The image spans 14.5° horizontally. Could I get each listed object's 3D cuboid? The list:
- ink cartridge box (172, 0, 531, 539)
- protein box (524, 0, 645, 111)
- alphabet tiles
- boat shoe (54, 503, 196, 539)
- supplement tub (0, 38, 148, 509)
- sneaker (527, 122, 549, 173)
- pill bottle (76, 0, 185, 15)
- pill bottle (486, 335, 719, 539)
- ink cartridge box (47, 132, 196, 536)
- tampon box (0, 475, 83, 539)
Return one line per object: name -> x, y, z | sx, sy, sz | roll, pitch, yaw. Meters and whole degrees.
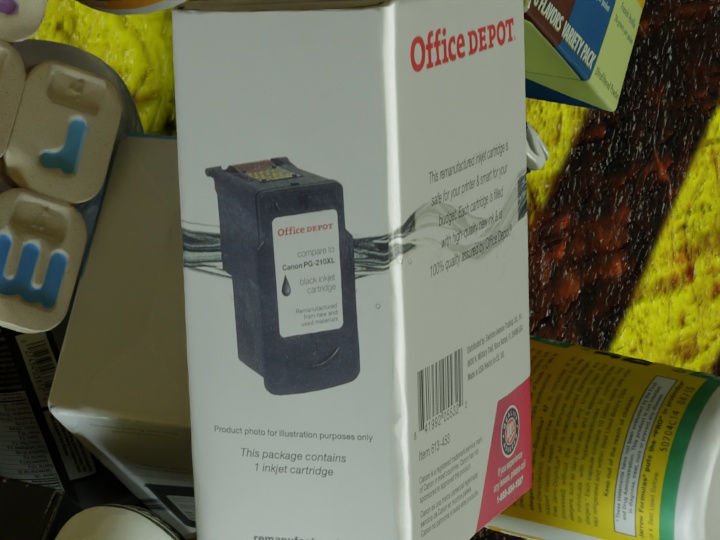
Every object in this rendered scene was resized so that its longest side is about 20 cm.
ink cartridge box -> 0.001, -0.004, 1.005 | 0.145, 0.084, 0.201 | -26, 116, -67
protein box -> 0.036, -0.202, 1.296 | 0.135, 0.198, 0.201 | 37, 67, -63
alphabet tiles -> -0.185, -0.050, 1.001 | 0.199, 0.015, 0.197 | 18, 81, -26
boat shoe -> -0.066, 0.132, 1.048 | 0.200, 0.070, 0.064 | 75, 34, -54
supplement tub -> -0.128, 0.017, 1.146 | 0.123, 0.122, 0.201 | -56, 146, -37
sneaker -> 0.031, -0.075, 1.494 | 0.200, 0.075, 0.082 | -26, 109, -61
pill bottle -> -0.122, -0.186, 1.087 | 0.200, 0.116, 0.117 | 36, 68, -60
pill bottle -> 0.120, 0.098, 1.574 | 0.113, 0.199, 0.113 | -33, 128, -54
ink cartridge box -> -0.043, 0.043, 1.108 | 0.200, 0.066, 0.116 | 54, 44, -59
tampon box -> -0.160, 0.167, 1.109 | 0.127, 0.149, 0.200 | -69, 151, -22
